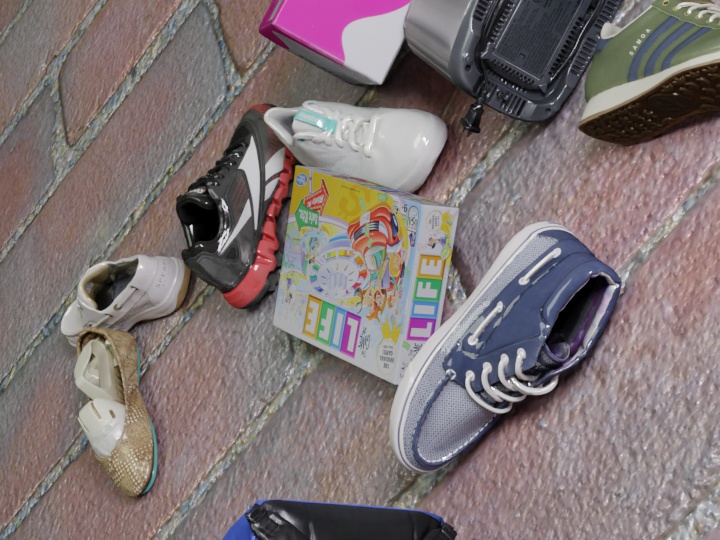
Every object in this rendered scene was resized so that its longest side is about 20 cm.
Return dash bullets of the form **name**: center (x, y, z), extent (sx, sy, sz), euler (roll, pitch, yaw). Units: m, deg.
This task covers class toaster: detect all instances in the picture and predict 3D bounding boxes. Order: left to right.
- **toaster**: center (0.112, -0.201, 1.332), extent (0.201, 0.113, 0.129), euler (-63, 28, 9)

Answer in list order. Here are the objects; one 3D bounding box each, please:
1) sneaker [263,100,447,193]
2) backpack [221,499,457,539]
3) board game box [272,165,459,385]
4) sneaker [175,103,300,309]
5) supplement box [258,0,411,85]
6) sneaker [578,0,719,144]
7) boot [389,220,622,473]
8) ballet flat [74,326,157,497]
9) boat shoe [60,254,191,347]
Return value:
- **sneaker**: center (-0.012, -0.109, 1.464), extent (0.199, 0.088, 0.076), euler (5, 70, 56)
- **backpack**: center (-0.014, 0.271, 1.143), extent (0.168, 0.161, 0.202), euler (122, 145, -51)
- **board game box**: center (0.000, 0.000, 1.384), extent (0.199, 0.034, 0.136), euler (20, 104, 58)
- **sneaker**: center (-0.112, -0.071, 1.574), extent (0.071, 0.097, 0.202), euler (-25, 47, 47)
- **supplement box**: center (-0.015, -0.219, 1.470), extent (0.104, 0.101, 0.200), euler (-62, 9, 4)
- **sneaker**: center (0.220, -0.152, 1.176), extent (0.199, 0.067, 0.091), euler (-18, 59, 53)
- **boot**: center (0.095, 0.063, 1.202), extent (0.201, 0.072, 0.090), euler (-59, 27, 7)
- **ballet flat**: center (-0.234, 0.126, 1.642), extent (0.071, 0.065, 0.201), euler (-49, 35, 21)
- **boat shoe**: center (-0.244, 0.022, 1.726), extent (0.199, 0.069, 0.072), euler (-26, 49, 45)
